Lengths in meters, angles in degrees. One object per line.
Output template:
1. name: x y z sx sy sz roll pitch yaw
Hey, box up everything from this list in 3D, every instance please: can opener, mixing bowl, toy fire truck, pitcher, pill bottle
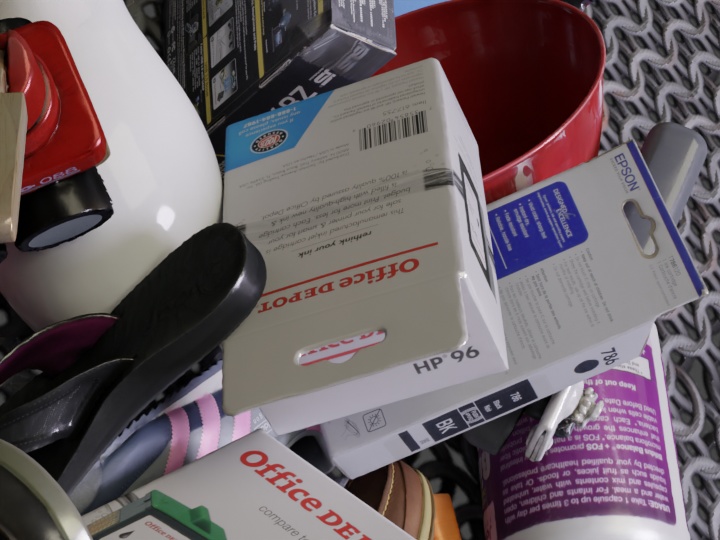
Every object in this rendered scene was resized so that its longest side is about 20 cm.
1. can opener: 0.121 0.009 0.926 0.066 0.053 0.200 28 73 8
2. mixing bowl: 0.053 -0.056 0.999 0.200 0.200 0.108 -62 140 -43
3. toy fire truck: -0.186 -0.036 0.689 0.176 0.200 0.129 -22 82 -8
4. pitcher: -0.134 -0.067 0.883 0.172 0.121 0.200 30 43 -83
5. pill bottle: 0.121 0.123 0.978 0.112 0.112 0.200 18 54 -32

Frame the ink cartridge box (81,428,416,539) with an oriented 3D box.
1. ink cartridge box: -0.074 0.163 0.730 0.200 0.084 0.146 -25 38 -33

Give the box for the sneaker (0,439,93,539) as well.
1. sneaker: -0.193 0.115 0.679 0.106 0.200 0.075 -38 122 -40

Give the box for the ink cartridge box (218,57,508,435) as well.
1. ink cartridge box: 0.000 0.000 0.818 0.200 0.116 0.068 -93 161 -48

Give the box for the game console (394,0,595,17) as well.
1. game console: 0.064 -0.229 1.142 0.200 0.119 0.172 50 44 -4

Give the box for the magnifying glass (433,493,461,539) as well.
1. magnifying glass: 0.062 0.216 0.935 0.080 0.022 0.200 2 62 -39

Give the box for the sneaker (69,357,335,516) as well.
1. sneaker: -0.082 0.102 0.849 0.200 0.070 0.082 -34 87 -45

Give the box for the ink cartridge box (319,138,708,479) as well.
1. ink cartridge box: 0.066 0.020 0.882 0.039 0.200 0.099 53 15 -58

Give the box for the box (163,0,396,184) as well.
1. box: -0.051 -0.166 0.975 0.049 0.161 0.200 18 54 -32

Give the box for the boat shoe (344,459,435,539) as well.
1. boat shoe: -0.021 0.162 0.861 0.068 0.072 0.200 41 48 -16

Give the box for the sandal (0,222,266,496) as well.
1. sandal: -0.129 0.047 0.778 0.048 0.200 0.075 45 1 -36
